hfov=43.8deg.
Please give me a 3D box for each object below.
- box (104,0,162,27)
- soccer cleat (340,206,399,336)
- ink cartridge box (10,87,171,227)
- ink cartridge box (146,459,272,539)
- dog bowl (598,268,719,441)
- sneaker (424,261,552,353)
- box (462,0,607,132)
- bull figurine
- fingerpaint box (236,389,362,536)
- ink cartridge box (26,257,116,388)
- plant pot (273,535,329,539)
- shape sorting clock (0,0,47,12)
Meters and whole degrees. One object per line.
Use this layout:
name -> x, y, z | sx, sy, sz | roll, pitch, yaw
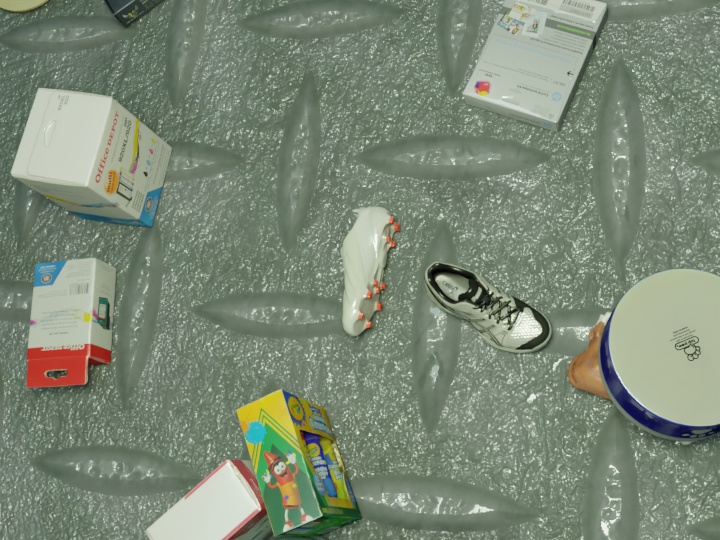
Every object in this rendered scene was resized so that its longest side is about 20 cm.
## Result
box -> -0.383, -0.555, 1.602 | 0.199, 0.051, 0.159 | -34, 70, 5
soccer cleat -> 0.000, 0.000, 1.329 | 0.076, 0.069, 0.203 | 8, 70, 23
ink cartridge box -> -0.421, -0.175, 1.426 | 0.142, 0.200, 0.150 | 8, 77, 18
ink cartridge box -> -0.175, 0.333, 1.212 | 0.146, 0.200, 0.083 | -42, 72, 2
dog bowl -> 0.399, 0.103, 1.110 | 0.197, 0.079, 0.203 | -2, 69, 6
sneaker -> 0.171, 0.052, 1.249 | 0.198, 0.088, 0.076 | 25, 81, 20
box -> 0.264, -0.326, 1.352 | 0.154, 0.041, 0.202 | 21, 81, 21
bull figurine -> 0.376, 0.142, 1.176 | 0.198, 0.065, 0.123 | 22, 75, 15
fingerpaint box -> -0.077, 0.262, 1.202 | 0.073, 0.200, 0.169 | -24, 69, 7
ink cartridge box -> -0.463, 0.089, 1.436 | 0.114, 0.067, 0.203 | -5, 74, 16
plant pot -> -0.101, 0.454, 1.191 | 0.197, 0.134, 0.204 | -5, 73, 15
shape sorting clock -> -0.628, -0.581, 1.688 | 0.197, 0.039, 0.203 | -4, 75, 14
